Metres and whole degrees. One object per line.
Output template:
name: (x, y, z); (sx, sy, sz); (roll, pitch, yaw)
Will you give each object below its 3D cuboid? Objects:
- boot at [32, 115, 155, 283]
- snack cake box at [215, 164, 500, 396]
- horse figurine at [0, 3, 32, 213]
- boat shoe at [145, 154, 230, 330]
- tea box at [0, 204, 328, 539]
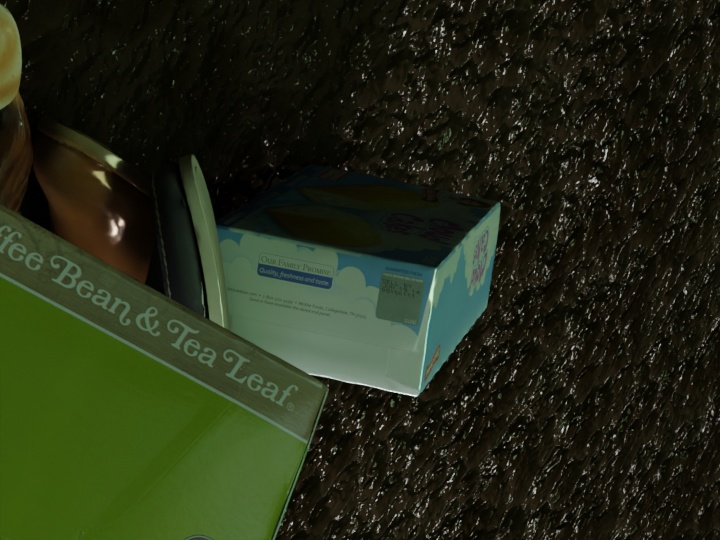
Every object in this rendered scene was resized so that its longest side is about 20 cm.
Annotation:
boot: (-0.141, 0.031, 0.940); (0.155, 0.074, 0.200); (-50, 145, -15)
snack cake box: (0.000, 0.000, 1.017); (0.200, 0.115, 0.067); (-42, 141, -73)
horse figurine: (-0.180, -0.090, 0.790); (0.133, 0.050, 0.200); (-66, 147, -30)
boat shoe: (-0.090, 0.044, 0.900); (0.073, 0.062, 0.201); (-99, -174, -65)
tea box: (-0.151, 0.090, 0.711); (0.200, 0.133, 0.197); (31, 68, -23)
